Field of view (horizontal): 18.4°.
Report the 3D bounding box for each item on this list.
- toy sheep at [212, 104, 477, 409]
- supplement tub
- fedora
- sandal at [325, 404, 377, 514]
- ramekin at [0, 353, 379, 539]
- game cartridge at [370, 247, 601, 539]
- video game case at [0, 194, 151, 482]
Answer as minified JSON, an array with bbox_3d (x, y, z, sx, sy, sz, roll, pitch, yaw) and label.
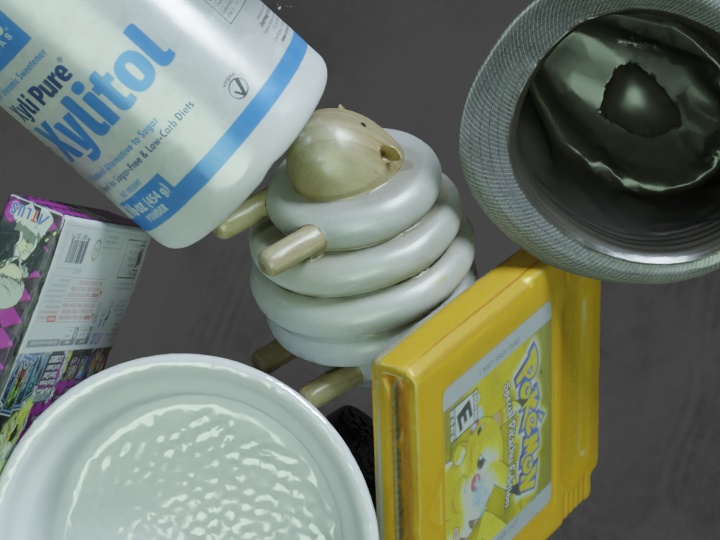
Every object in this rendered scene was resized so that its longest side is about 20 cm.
[{"bbox_3d":[0.000,0.000,1.204,0.137,0.138,0.201,-11,126,3],"label":"toy sheep"},{"bbox_3d":[-0.127,-0.120,1.144,0.200,0.132,0.132,40,106,-13],"label":"supplement tub"},{"bbox_3d":[0.144,-0.088,1.191,0.199,0.090,0.178,21,112,-17],"label":"fedora"},{"bbox_3d":[0.039,0.147,1.281,0.045,0.075,0.200,-37,123,23],"label":"sandal"},{"bbox_3d":[-0.088,0.144,1.151,0.198,0.098,0.202,0,88,2],"label":"ramekin"},{"bbox_3d":[0.074,0.087,1.209,0.032,0.200,0.178,16,122,32],"label":"game cartridge"},{"bbox_3d":[-0.174,0.053,1.157,0.036,0.200,0.183,21,92,7],"label":"video game case"}]
